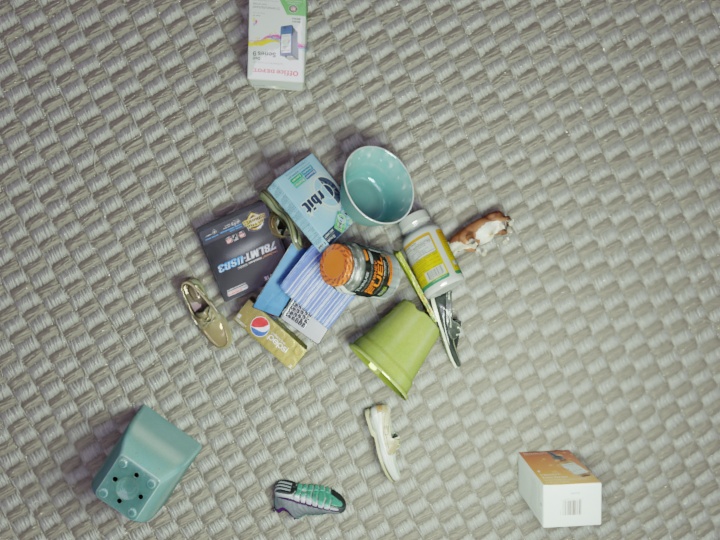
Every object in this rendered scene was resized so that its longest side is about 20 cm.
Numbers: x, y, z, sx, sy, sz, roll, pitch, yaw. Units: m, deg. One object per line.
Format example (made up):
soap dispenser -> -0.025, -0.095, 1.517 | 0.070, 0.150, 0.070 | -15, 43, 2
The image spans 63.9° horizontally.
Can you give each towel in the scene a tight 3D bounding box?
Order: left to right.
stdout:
towel -> -0.097, 0.041, 1.451 | 0.146, 0.024, 0.200 | -49, 124, -4
towel -> 0.138, 0.042, 1.486 | 0.018, 0.086, 0.204 | -29, 95, -4

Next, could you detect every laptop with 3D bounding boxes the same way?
laptop -> -0.136, 0.062, 1.456 | 0.197, 0.116, 0.190 | 34, 92, -5

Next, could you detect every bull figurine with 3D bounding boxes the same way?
bull figurine -> 0.301, -0.086, 1.477 | 0.197, 0.121, 0.066 | -35, 119, -6

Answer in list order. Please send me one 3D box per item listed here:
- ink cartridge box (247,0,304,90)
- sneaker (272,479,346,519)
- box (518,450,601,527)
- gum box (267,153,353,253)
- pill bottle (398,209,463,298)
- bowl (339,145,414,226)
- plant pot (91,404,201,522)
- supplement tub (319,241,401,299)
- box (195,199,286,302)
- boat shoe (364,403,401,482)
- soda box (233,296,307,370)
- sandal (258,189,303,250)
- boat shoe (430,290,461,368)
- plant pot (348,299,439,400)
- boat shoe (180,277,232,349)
ink cartridge box -> -0.204, -0.561, 1.426 | 0.140, 0.088, 0.207 | 3, 95, -4
sneaker -> -0.136, 0.619, 1.524 | 0.194, 0.075, 0.090 | 13, 107, 5
box -> 0.505, 0.555, 1.484 | 0.147, 0.200, 0.110 | -2, 95, -3
gum box -> -0.109, -0.169, 1.425 | 0.201, 0.170, 0.044 | 50, 133, -6
pill bottle -> 0.172, -0.044, 1.454 | 0.110, 0.113, 0.205 | -24, 77, -1
bowl -> 0.025, -0.192, 1.433 | 0.195, 0.105, 0.207 | 10, 67, -26
plant pot -> -0.538, 0.493, 1.418 | 0.194, 0.200, 0.199 | 35, 92, -6
supplement tub -> 0.000, 0.000, 1.410 | 0.197, 0.120, 0.127 | 11, 94, -48
box -> -0.291, -0.051, 1.473 | 0.195, 0.050, 0.204 | -21, 93, -2
boat shoe -> 0.073, 0.452, 1.515 | 0.067, 0.075, 0.206 | -19, 94, 4
soda box -> -0.228, 0.161, 1.482 | 0.199, 0.064, 0.068 | 42, 90, -6
sandal -> -0.196, -0.112, 1.385 | 0.057, 0.080, 0.201 | -36, 55, -8
boat shoe -> 0.236, 0.155, 1.506 | 0.066, 0.072, 0.206 | -15, 93, 1
plant pot -> 0.099, 0.185, 1.455 | 0.200, 0.200, 0.185 | 43, 79, -5
boat shoe -> -0.395, 0.114, 1.468 | 0.071, 0.065, 0.204 | -29, 95, -1
